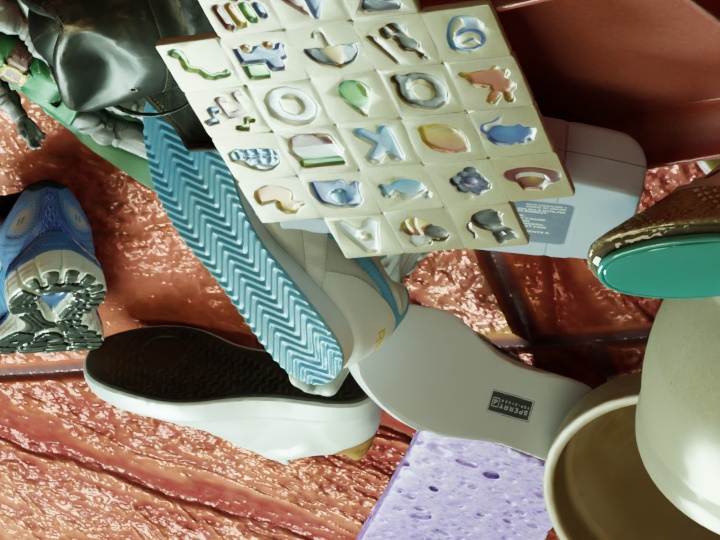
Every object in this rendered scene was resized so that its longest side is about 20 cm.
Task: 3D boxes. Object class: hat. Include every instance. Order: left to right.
[{"bbox_3d":[-0.135,-0.135,1.167,0.081,0.201,0.201,-22,143,-19],"label":"hat"}]

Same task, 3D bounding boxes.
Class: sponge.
[{"bbox_3d":[0.072,0.163,1.542,0.111,0.030,0.200,22,141,-3],"label":"sponge"}]

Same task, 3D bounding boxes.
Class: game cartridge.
[{"bbox_3d":[0.043,-0.047,1.160,0.199,0.042,0.133,6,159,2],"label":"game cartridge"}]

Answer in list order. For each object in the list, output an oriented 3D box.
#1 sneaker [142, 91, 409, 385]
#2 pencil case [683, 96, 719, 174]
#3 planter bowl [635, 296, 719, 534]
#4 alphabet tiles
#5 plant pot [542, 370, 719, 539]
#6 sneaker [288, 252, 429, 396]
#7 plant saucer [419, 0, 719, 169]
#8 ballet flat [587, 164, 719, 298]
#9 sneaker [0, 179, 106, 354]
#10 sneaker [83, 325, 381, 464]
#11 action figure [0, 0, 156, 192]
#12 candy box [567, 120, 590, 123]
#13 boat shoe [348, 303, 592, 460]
[{"bbox_3d":[-0.050,-0.036,1.275,0.076,0.081,0.200,-32,90,50],"label":"sneaker"},{"bbox_3d":[0.250,-0.104,1.131,0.087,0.083,0.200,48,134,-12],"label":"pencil case"},{"bbox_3d":[0.246,0.035,1.212,0.200,0.200,0.135,6,129,16],"label":"planter bowl"},{"bbox_3d":[0.004,-0.072,1.067,0.166,0.006,0.200,-5,140,23],"label":"alphabet tiles"},{"bbox_3d":[0.218,0.120,1.377,0.200,0.093,0.201,13,134,14],"label":"plant pot"},{"bbox_3d":[0.000,0.000,1.350,0.075,0.081,0.200,21,139,1],"label":"sneaker"},{"bbox_3d":[0.110,-0.100,1.084,0.199,0.037,0.200,-8,157,38],"label":"plant saucer"},{"bbox_3d":[0.211,-0.025,1.125,0.199,0.065,0.071,0,151,-2],"label":"ballet flat"},{"bbox_3d":[-0.200,-0.001,1.440,0.078,0.089,0.200,-1,161,-17],"label":"sneaker"},{"bbox_3d":[-0.085,0.093,1.492,0.199,0.073,0.085,9,136,10],"label":"sneaker"},{"bbox_3d":[-0.177,-0.111,1.318,0.200,0.055,0.118,30,139,-8],"label":"action figure"},{"bbox_3d":[0.039,-0.133,1.202,0.199,0.055,0.116,5,138,17],"label":"candy box"},{"bbox_3d":[0.059,0.065,1.379,0.200,0.072,0.068,19,180,-37],"label":"boat shoe"}]
